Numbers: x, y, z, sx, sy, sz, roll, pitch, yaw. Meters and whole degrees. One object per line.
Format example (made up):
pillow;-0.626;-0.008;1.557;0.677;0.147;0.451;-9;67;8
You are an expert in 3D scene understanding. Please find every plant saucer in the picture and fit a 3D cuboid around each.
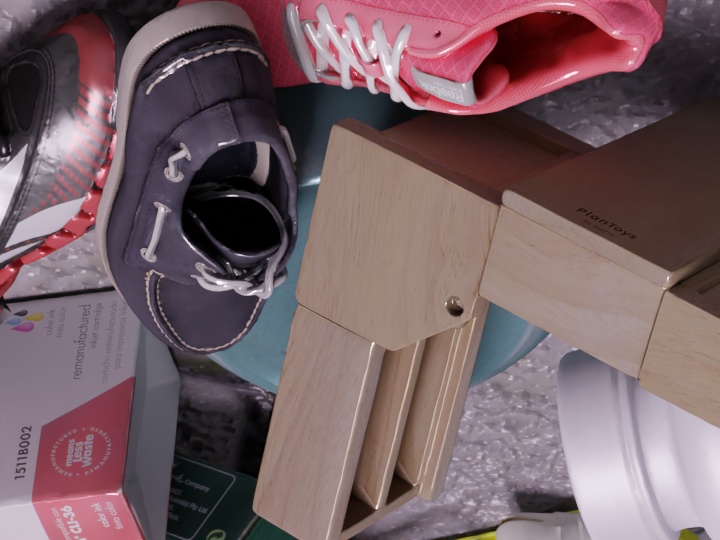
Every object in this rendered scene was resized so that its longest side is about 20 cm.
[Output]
plant saucer;0.000;0.000;1.066;0.200;0.036;0.200;1;137;1

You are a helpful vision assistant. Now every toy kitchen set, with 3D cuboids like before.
toy kitchen set;0.098;0.037;0.976;0.200;0.163;0.181;28;121;27

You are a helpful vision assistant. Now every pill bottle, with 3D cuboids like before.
pill bottle;0.190;0.058;1.057;0.200;0.120;0.120;-13;135;16

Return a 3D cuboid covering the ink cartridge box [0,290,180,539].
ink cartridge box;-0.186;0.081;1.101;0.200;0.117;0.068;-8;137;10

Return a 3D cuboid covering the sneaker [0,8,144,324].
sneaker;-0.158;-0.036;0.996;0.098;0.071;0.200;10;141;-39

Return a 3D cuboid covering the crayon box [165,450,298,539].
crayon box;-0.071;0.161;1.191;0.126;0.052;0.200;16;145;32

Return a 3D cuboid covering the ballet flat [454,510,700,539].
ballet flat;0.063;0.149;1.201;0.200;0.067;0.067;-15;132;20

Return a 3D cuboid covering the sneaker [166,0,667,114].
sneaker;0.019;-0.094;0.926;0.200;0.087;0.074;-10;135;14

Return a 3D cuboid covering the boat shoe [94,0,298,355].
boat shoe;-0.058;-0.016;0.957;0.073;0.063;0.200;-17;148;-14
